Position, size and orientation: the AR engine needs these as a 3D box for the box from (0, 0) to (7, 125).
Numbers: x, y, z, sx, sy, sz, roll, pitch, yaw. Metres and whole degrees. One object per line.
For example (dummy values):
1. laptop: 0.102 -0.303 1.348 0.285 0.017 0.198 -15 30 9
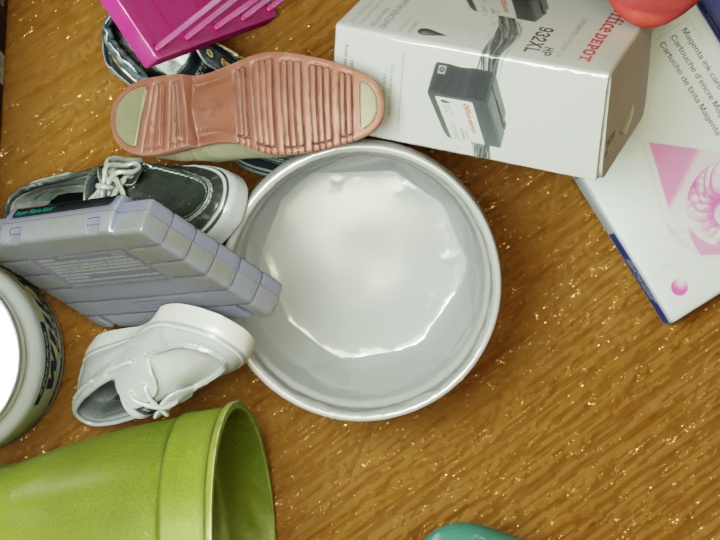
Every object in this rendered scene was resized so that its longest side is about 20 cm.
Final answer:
1. box: -0.344 -0.127 1.617 0.163 0.166 0.202 3 88 -2

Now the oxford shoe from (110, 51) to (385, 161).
1. oxford shoe: -0.071 -0.111 1.589 0.198 0.074 0.071 1 84 20

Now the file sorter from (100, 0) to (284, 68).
1. file sorter: -0.102 -0.249 1.596 0.125 0.200 0.139 -34 90 27

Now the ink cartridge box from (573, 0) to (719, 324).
1. ink cartridge box: 0.261 -0.094 1.699 0.199 0.043 0.197 -33 89 -1

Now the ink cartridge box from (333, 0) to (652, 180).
1. ink cartridge box: 0.095 -0.144 1.610 0.199 0.145 0.084 12 118 16

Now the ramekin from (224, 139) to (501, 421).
1. ramekin: 0.000 0.000 1.639 0.198 0.105 0.202 0 101 0

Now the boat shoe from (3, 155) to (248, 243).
1. boat shoe: -0.171 -0.048 1.617 0.198 0.068 0.074 1 69 39

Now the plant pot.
1. plant pot: -0.173 0.198 1.611 0.191 0.200 0.202 -4 88 10

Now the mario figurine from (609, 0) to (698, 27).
1. mario figurine: 0.206 -0.249 1.616 0.123 0.200 0.106 -35 108 8

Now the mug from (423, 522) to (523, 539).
1. mug: 0.067 0.273 1.623 0.114 0.152 0.186 22 88 2

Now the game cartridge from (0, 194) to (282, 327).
1. game cartridge: -0.162 -0.005 1.568 0.129 0.199 0.039 39 62 -33

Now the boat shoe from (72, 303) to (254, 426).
1. boat shoe: -0.146 0.073 1.602 0.072 0.199 0.069 36 62 -30

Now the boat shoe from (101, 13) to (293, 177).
1. boat shoe: -0.104 -0.128 1.663 0.199 0.091 0.071 29 87 -1

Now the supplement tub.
1. supplement tub: -0.288 0.061 1.595 0.144 0.200 0.146 0 88 -2
